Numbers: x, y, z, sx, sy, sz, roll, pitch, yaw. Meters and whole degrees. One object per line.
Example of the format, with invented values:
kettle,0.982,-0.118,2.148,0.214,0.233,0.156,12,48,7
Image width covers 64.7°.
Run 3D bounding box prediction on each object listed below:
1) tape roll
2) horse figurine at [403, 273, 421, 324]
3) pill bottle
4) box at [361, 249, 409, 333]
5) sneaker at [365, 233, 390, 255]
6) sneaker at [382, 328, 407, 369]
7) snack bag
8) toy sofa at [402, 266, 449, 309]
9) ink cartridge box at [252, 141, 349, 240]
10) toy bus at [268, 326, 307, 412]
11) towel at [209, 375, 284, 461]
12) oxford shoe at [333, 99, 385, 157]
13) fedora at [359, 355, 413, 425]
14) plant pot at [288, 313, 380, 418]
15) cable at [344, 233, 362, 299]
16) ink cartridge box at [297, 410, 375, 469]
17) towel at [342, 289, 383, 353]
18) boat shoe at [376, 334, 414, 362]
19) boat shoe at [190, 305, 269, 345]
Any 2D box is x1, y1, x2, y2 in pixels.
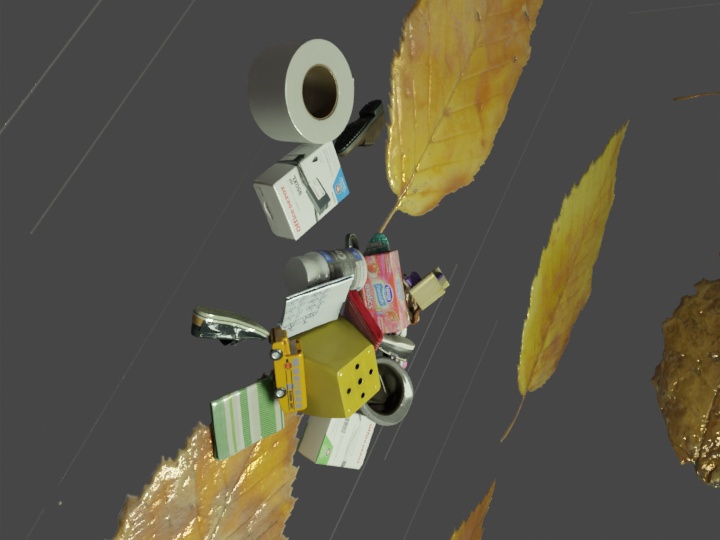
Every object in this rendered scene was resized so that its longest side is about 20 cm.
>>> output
tape roll,-0.127,-0.381,1.220,0.199,0.136,0.211,-16,112,-45
horse figurine,0.150,0.101,1.672,0.201,0.048,0.137,-92,176,-68
pill bottle,-0.085,0.008,1.391,0.196,0.111,0.119,-9,107,-47
box,0.061,0.057,1.501,0.094,0.099,0.208,-18,100,-73
sneaker,0.059,-0.001,1.594,0.091,0.074,0.209,-22,110,-76
sneaker,0.087,0.196,1.666,0.083,0.080,0.209,-7,95,-17
snack bag,-0.111,0.095,1.349,0.184,0.022,0.202,-20,152,-29
toy sofa,0.186,0.033,1.587,0.099,0.082,0.200,55,13,4
ink cartridge box,-0.132,-0.189,1.306,0.200,0.083,0.148,-44,129,-30
toy bus,-0.170,0.232,1.329,0.075,0.066,0.207,-6,119,-9
towel,-0.265,0.344,1.350,0.196,0.023,0.159,-17,112,-43
oxford shoe,0.007,-0.339,1.432,0.201,0.071,0.086,-49,134,-28
fedora,0.049,0.340,1.634,0.197,0.089,0.181,34,70,-25
plant pot,-0.060,0.252,1.438,0.198,0.173,0.207,-32,122,-37
cable,0.000,0.000,1.532,0.096,0.049,0.208,-20,114,-49
ink cartridge box,-0.060,0.450,1.559,0.198,0.083,0.151,31,78,-49
towel,0.005,0.138,1.443,0.022,0.147,0.201,-28,165,-16
boat shoe,0.058,0.207,1.600,0.194,0.074,0.062,17,102,-21
boat shoe,-0.283,0.129,1.236,0.197,0.074,0.064,19,94,-46
